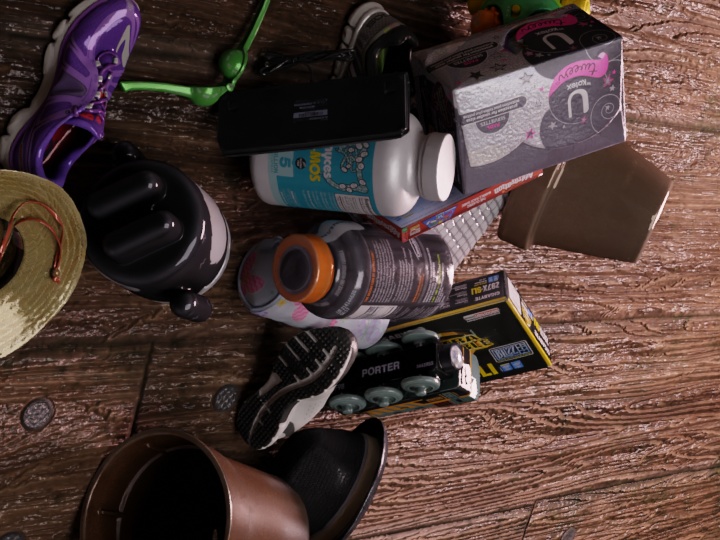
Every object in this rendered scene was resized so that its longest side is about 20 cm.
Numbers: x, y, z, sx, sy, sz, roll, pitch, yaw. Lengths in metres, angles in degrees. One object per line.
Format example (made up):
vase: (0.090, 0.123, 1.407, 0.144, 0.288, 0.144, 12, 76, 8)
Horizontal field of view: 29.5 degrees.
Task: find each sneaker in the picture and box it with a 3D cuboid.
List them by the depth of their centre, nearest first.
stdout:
sneaker: (-0.250, -0.159, 1.257, 0.081, 0.083, 0.200, 26, 91, -49)
sneaker: (0.013, -0.188, 1.500, 0.074, 0.087, 0.200, -2, 113, -44)
sneaker: (-0.064, 0.127, 1.578, 0.080, 0.074, 0.200, -13, 153, -51)

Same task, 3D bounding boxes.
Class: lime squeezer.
lime squeezer: (-0.149, -0.210, 1.376, 0.200, 0.038, 0.071, -39, 103, -22)

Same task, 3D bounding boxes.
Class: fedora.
fedora: (-0.053, 0.249, 1.639, 0.091, 0.201, 0.201, 29, 90, -17)

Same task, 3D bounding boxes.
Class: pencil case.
pencil case: (-0.048, 0.027, 1.560, 0.200, 0.083, 0.091, 21, 92, -48)

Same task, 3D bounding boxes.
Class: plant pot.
plant pot: (-0.168, 0.287, 1.512, 0.198, 0.200, 0.201, 25, 93, -56)
plant pot: (0.289, -0.097, 1.707, 0.201, 0.174, 0.200, -62, 169, -22)

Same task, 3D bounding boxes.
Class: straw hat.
straw hat: (-0.354, -0.017, 1.228, 0.201, 0.085, 0.202, -19, 126, -28)

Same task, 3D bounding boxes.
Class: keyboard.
keyboard: (-0.048, -0.176, 1.393, 0.021, 0.199, 0.127, 67, 21, -61)

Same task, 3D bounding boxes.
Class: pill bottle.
pill bottle: (-0.006, -0.115, 1.422, 0.111, 0.199, 0.111, 6, 90, -72)
pill bottle: (0.000, 0.000, 1.467, 0.200, 0.106, 0.107, 3, 109, -47)

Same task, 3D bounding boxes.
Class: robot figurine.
robot figurine: (-0.193, -0.036, 1.315, 0.200, 0.124, 0.151, 53, 51, -77)

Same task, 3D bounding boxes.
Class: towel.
towel: (0.073, -0.089, 1.620, 0.166, 0.086, 0.200, -50, 138, -8)

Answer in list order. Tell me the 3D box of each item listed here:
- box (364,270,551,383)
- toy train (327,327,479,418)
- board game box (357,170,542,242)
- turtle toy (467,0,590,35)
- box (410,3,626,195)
box: (0.115, 0.084, 1.686, 0.160, 0.199, 0.049, 51, 30, -48)
toy train: (0.047, 0.132, 1.645, 0.114, 0.200, 0.085, 32, 49, -47)
board game box: (0.091, -0.094, 1.494, 0.200, 0.103, 0.019, -26, 130, -28)
turtle toy: (0.186, -0.238, 1.587, 0.101, 0.145, 0.200, -55, 147, -51)
box: (0.172, -0.186, 1.468, 0.199, 0.115, 0.132, -19, 125, -14)
